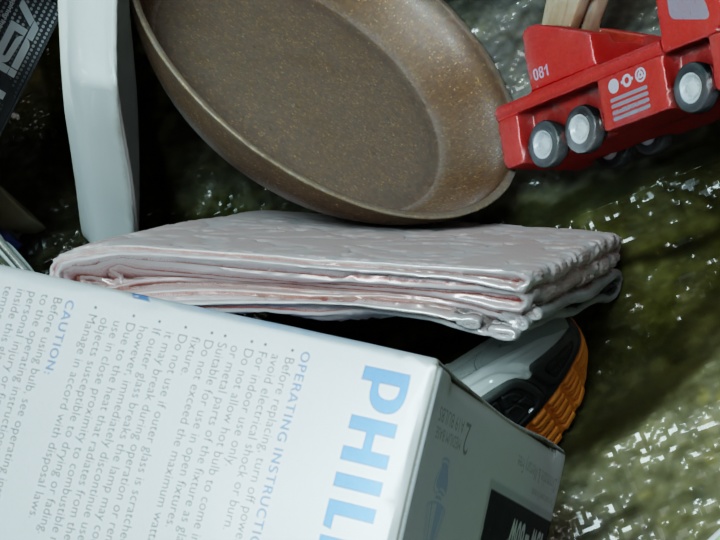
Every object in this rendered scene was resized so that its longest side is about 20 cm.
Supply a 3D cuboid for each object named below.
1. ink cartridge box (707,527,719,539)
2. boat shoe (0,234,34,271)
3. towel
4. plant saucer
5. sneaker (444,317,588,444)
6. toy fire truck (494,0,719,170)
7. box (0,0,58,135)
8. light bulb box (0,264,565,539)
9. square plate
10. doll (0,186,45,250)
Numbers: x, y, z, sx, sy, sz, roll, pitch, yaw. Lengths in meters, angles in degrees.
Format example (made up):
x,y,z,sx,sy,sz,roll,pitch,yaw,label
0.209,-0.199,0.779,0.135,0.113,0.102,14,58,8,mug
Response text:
x,y,z,sx,sy,sz,roll,pitch,yaw,label
0.138,0.146,0.740,0.200,0.104,0.059,-42,63,-6,ink cartridge box
-0.191,-0.019,0.814,0.199,0.071,0.072,34,67,-6,boat shoe
0.000,0.000,0.817,0.189,0.200,0.033,4,96,18,towel
-0.021,-0.088,0.890,0.037,0.199,0.201,-51,52,35,plant saucer
0.001,0.068,0.844,0.199,0.076,0.092,-34,55,-3,sneaker
0.099,-0.118,0.873,0.199,0.048,0.142,-19,76,52,toy fire truck
-0.242,-0.072,0.873,0.044,0.160,0.201,-6,56,63,box
-0.051,0.087,0.702,0.198,0.198,0.126,11,81,19,light bulb box
-0.117,-0.110,0.898,0.028,0.199,0.202,-3,61,-5,square plate
-0.246,0.025,0.954,0.136,0.048,0.200,42,88,20,doll
